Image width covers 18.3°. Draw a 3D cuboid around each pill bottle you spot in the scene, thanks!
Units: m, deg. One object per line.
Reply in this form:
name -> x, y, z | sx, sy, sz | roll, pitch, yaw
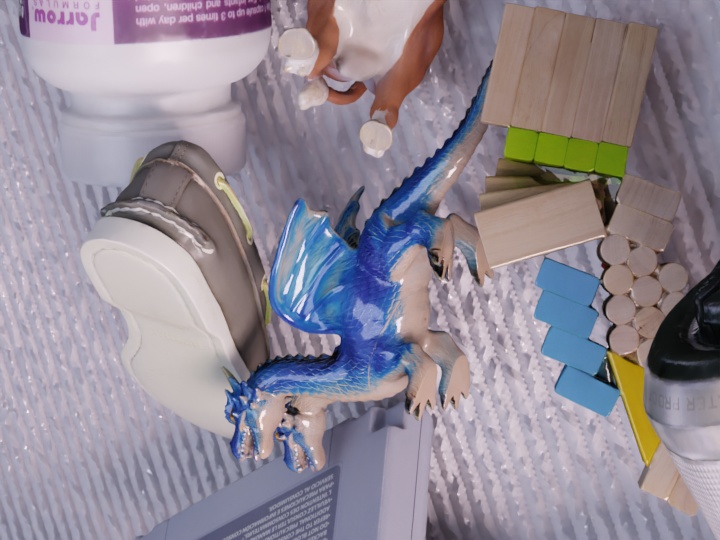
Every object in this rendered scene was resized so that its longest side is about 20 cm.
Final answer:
pill bottle -> -0.096, -0.141, 0.981 | 0.112, 0.112, 0.200 | 10, 107, 44

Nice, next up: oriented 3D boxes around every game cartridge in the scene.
game cartridge -> -0.046, 0.151, 0.997 | 0.200, 0.042, 0.133 | -31, 43, 38

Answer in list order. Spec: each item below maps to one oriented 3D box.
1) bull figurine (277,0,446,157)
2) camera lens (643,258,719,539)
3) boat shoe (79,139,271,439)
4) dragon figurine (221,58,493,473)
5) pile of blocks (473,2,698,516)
bull figurine -> 0.013, -0.145, 0.881 | 0.065, 0.121, 0.200 | 12, 122, 8
camera lens -> 0.192, 0.069, 0.681 | 0.160, 0.160, 0.200 | -21, 103, 47
boat shoe -> -0.071, 0.015, 0.993 | 0.072, 0.060, 0.202 | 18, 156, 15
dragon figurine -> 0.000, 0.000, 0.929 | 0.099, 0.059, 0.200 | 17, 105, 27
pile of blocks -> 0.090, -0.004, 0.857 | 0.082, 0.062, 0.200 | -13, 89, 5
